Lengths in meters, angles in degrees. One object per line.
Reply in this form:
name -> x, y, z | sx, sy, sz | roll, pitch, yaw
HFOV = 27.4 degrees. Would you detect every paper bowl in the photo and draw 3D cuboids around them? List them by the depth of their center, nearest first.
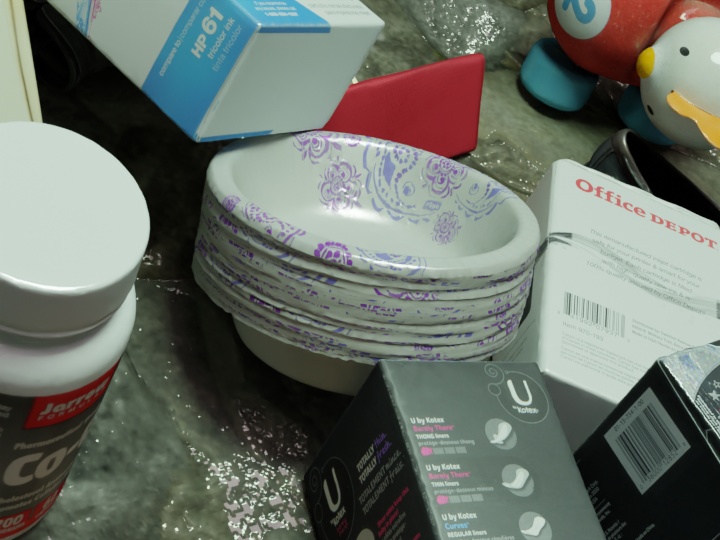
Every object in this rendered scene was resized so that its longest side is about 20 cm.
paper bowl -> 0.000, 0.000, 0.870 | 0.198, 0.106, 0.201 | 11, 22, -4

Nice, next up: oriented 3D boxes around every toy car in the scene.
toy car -> 0.232, -0.157, 1.091 | 0.175, 0.186, 0.201 | 16, 34, -16

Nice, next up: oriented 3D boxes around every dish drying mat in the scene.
dish drying mat -> 0.013, -0.098, 1.021 | 0.199, 0.078, 0.018 | -21, 34, -41

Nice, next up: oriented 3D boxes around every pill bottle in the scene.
pill bottle -> -0.172, 0.034, 0.700 | 0.112, 0.201, 0.115 | 15, 46, -16

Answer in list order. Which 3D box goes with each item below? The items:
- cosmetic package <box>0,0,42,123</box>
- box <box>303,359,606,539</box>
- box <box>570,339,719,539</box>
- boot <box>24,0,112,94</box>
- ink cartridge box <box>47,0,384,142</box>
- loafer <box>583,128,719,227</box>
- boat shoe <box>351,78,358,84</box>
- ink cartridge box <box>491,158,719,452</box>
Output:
cosmetic package -> -0.227, -0.070, 0.833 | 0.072, 0.104, 0.202 | 3, 52, -28
box -> 0.057, 0.162, 0.775 | 0.105, 0.123, 0.202 | 2, 52, -28
box -> 0.180, 0.142, 0.806 | 0.114, 0.201, 0.133 | -12, 58, -38
boot -> -0.205, -0.214, 0.997 | 0.131, 0.070, 0.201 | -21, 63, -42
ink cartridge box -> -0.106, -0.175, 0.890 | 0.200, 0.085, 0.144 | 42, 26, 18
loafer -> 0.250, -0.026, 1.097 | 0.199, 0.063, 0.072 | 38, 44, 6
boat shoe -> -0.048, -0.171, 1.019 | 0.201, 0.065, 0.072 | 52, 29, -9
ink cartridge box -> 0.168, 0.041, 0.975 | 0.144, 0.084, 0.202 | 22, 44, -10
